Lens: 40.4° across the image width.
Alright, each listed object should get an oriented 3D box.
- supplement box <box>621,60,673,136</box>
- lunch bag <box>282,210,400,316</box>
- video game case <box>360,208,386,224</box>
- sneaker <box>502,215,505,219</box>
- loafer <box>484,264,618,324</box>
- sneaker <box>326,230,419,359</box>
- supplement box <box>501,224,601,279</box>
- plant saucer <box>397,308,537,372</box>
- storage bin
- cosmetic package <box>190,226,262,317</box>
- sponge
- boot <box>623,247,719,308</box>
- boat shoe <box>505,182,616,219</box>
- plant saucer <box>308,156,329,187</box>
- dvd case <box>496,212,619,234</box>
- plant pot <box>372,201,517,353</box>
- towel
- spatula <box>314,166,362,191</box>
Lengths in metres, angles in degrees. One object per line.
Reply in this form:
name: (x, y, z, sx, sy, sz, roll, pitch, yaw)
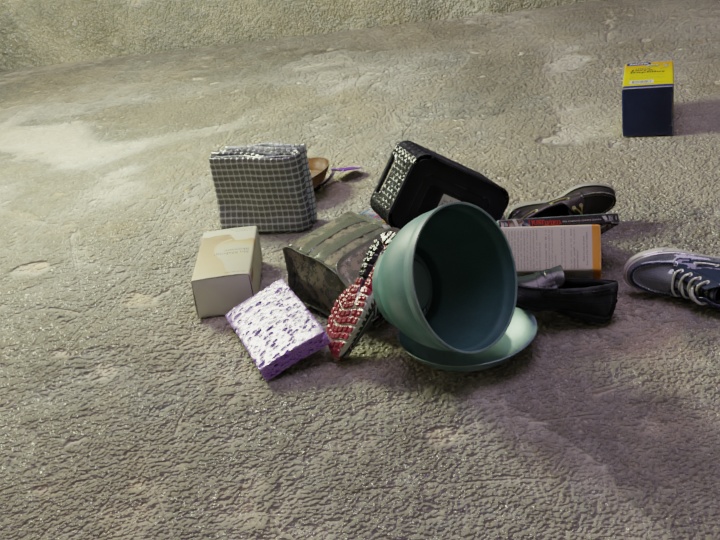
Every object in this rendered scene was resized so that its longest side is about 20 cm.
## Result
supplement box: (0.637, -0.382, 2.165, 0.108, 0.110, 0.200, 0, 27, 17)
lunch bag: (0.000, 0.000, 1.565, 0.199, 0.119, 0.163, 24, 42, 38)
video game case: (0.012, -0.065, 1.807, 0.142, 0.018, 0.199, 17, 36, 43)
sneaker: (0.194, -0.134, 1.816, 0.074, 0.083, 0.199, -26, 31, -33)
loafer: (0.276, 0.024, 1.423, 0.198, 0.071, 0.068, 11, 18, -3)
sneaker: (0.022, 0.045, 1.429, 0.201, 0.074, 0.081, -57, 29, 0)
supplement box: (0.270, -0.022, 1.510, 0.198, 0.074, 0.126, -1, -10, 13)
plant saucer: (0.154, 0.099, 1.401, 0.199, 0.039, 0.201, -7, 26, 3)
storage bin: (0.134, -0.118, 1.657, 0.199, 0.136, 0.094, 20, 13, -27)
cosmetic package: (-0.226, -0.001, 1.682, 0.104, 0.072, 0.200, -8, 25, 0)
sponge: (-0.129, 0.087, 1.488, 0.111, 0.030, 0.200, -32, 31, -8)
boot: (0.486, 0.015, 1.432, 0.198, 0.073, 0.090, 0, 21, 16)
boat shoe: (0.357, -0.097, 1.714, 0.199, 0.072, 0.061, -16, 30, 1)
plant saucer: (-0.155, -0.186, 2.057, 0.198, 0.035, 0.201, -15, 22, 6)
dvd case: (0.302, -0.063, 1.597, 0.198, 0.022, 0.146, -5, -10, -7)
plant pot: (0.100, 0.016, 1.347, 0.200, 0.202, 0.134, -30, 13, -39)
towel: (-0.192, -0.157, 1.889, 0.198, 0.167, 0.086, -1, 32, 16)
spatula: (-0.077, -0.190, 2.082, 0.199, 0.021, 0.056, -32, 24, -32)
